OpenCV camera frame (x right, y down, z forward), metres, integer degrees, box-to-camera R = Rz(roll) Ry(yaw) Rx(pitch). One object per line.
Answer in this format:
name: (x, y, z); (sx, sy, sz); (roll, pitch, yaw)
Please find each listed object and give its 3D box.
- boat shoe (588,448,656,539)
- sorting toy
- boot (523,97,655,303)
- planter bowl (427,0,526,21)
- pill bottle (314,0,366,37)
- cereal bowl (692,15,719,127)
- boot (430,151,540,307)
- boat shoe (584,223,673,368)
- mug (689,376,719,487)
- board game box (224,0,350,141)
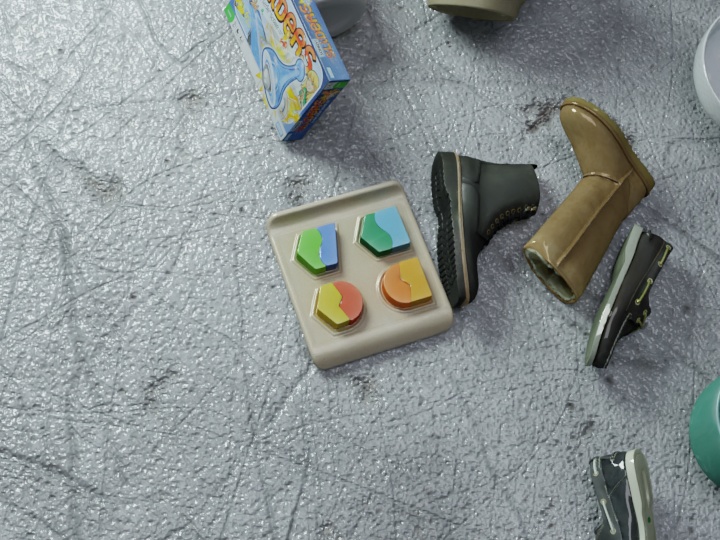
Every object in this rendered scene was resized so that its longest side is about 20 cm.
boat shoe: (0.305, 0.310, 1.382); (0.067, 0.072, 0.202); (-12, 76, 26)
sorting toy: (0.000, 0.000, 1.454); (0.183, 0.037, 0.202); (-16, 73, -14)
boot: (0.266, -0.091, 1.496); (0.175, 0.066, 0.200); (45, 69, -11)
planter bowl: (0.153, -0.399, 1.558); (0.198, 0.200, 0.136); (9, 96, -5)
pill bottle: (-0.072, -0.410, 1.555); (0.108, 0.110, 0.202); (-15, 73, -14)
cereal bowl: (0.533, -0.251, 1.605); (0.198, 0.083, 0.202); (3, 70, -7)
boot: (0.166, -0.053, 1.483); (0.137, 0.078, 0.202); (2, 71, -13)
boat shoe: (0.329, 0.036, 1.473); (0.060, 0.072, 0.203); (24, 66, 5)
mug: (0.465, 0.206, 1.409); (0.150, 0.115, 0.187); (6, 70, -7)
board game box: (-0.094, -0.282, 1.491); (0.034, 0.135, 0.202); (-12, 70, -37)
